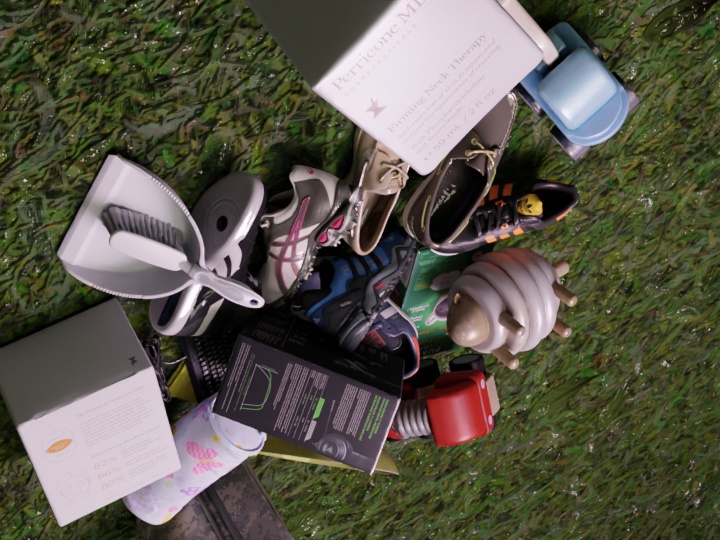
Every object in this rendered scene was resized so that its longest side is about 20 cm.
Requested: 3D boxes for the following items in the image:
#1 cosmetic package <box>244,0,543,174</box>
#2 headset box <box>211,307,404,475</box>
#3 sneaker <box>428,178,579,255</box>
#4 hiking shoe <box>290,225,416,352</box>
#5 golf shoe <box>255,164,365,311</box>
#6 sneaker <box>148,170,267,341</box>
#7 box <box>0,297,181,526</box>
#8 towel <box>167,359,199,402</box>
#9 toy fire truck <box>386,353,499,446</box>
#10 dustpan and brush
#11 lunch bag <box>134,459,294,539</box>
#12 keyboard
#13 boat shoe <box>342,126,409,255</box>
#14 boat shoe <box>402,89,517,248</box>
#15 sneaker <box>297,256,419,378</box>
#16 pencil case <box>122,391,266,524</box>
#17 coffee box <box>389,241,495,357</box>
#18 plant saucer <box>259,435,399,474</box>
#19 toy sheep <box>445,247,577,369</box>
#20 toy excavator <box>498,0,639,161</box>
[{"bbox_3d":[0.029,-0.230,1.253,0.167,0.167,0.199,-44,142,12],"label":"cosmetic package"},{"bbox_3d":[-0.045,0.127,1.491,0.197,0.174,0.094,21,101,-1],"label":"headset box"},{"bbox_3d":[0.167,-0.071,1.590,0.198,0.071,0.090,-16,-179,-30],"label":"sneaker"},{"bbox_3d":[0.000,0.000,1.526,0.075,0.086,0.201,-58,178,41],"label":"hiking shoe"},{"bbox_3d":[-0.077,-0.039,1.473,0.087,0.078,0.200,30,127,-14],"label":"golf shoe"},{"bbox_3d":[-0.135,-0.014,1.436,0.111,0.073,0.201,11,121,-48],"label":"sneaker"},{"bbox_3d":[-0.293,0.154,1.463,0.151,0.107,0.201,-24,142,-16],"label":"box"},{"bbox_3d":[-0.143,0.128,1.637,0.199,0.018,0.087,17,113,-47],"label":"towel"},{"bbox_3d":[0.059,0.168,1.672,0.174,0.131,0.200,-7,-167,26],"label":"toy fire truck"},{"bbox_3d":[-0.185,-0.014,1.346,0.198,0.058,0.140,22,117,-25],"label":"dustpan and brush"},{"bbox_3d":[-0.176,0.347,1.694,0.166,0.201,0.140,-29,143,-11],"label":"lunch bag"},{"bbox_3d":[-0.186,0.095,1.542,0.126,0.021,0.202,-28,138,-18],"label":"keyboard"},{"bbox_3d":[0.025,-0.109,1.468,0.071,0.065,0.202,-2,131,-37],"label":"boat shoe"},{"bbox_3d":[0.120,-0.116,1.509,0.072,0.060,0.203,28,97,-26],"label":"boat shoe"},{"bbox_3d":[0.004,0.059,1.590,0.075,0.085,0.199,-40,127,21],"label":"sneaker"},{"bbox_3d":[-0.198,0.221,1.591,0.090,0.084,0.200,36,125,-21],"label":"pencil case"},{"bbox_3d":[0.091,0.026,1.689,0.121,0.044,0.202,-14,138,-27],"label":"coffee box"},{"bbox_3d":[-0.046,0.229,1.720,0.199,0.198,0.032,21,75,-49],"label":"plant saucer"},{"bbox_3d":[0.181,0.037,1.629,0.198,0.138,0.139,-23,143,-34],"label":"toy sheep"},{"bbox_3d":[0.206,-0.225,1.447,0.100,0.195,0.200,-40,172,7],"label":"toy excavator"}]
